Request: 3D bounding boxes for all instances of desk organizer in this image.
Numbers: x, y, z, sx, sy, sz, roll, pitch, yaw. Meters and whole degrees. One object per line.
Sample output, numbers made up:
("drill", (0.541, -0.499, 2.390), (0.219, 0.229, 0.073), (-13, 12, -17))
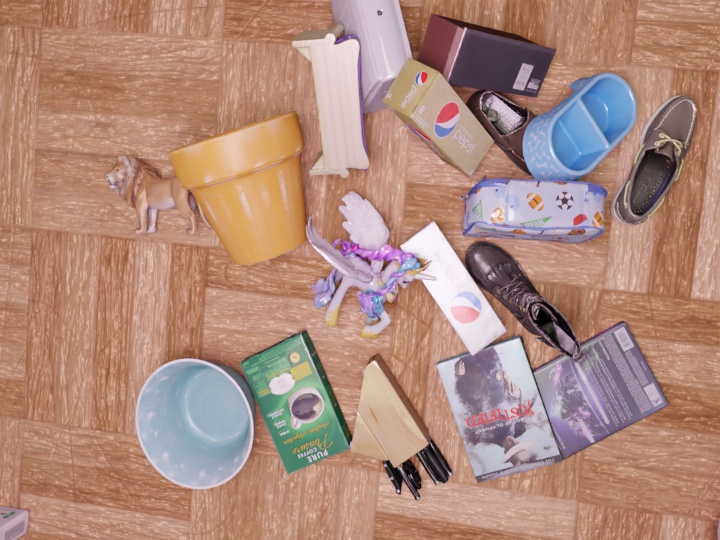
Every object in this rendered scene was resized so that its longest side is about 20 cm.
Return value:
("desk organizer", (0.182, -0.306, 0.810), (0.077, 0.196, 0.073), (47, 130, 39))

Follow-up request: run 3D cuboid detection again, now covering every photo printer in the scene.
("photo printer", (0.011, -0.353, 0.824), (0.068, 0.166, 0.206), (-15, 91, -11))

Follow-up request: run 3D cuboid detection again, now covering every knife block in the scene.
("knife block", (0.076, 0.252, 0.902), (0.170, 0.064, 0.206), (11, 94, 5))

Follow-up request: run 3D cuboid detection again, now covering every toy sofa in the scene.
("toy sofa", (-0.035, -0.248, 0.836), (0.095, 0.083, 0.205), (-2, 120, 9))

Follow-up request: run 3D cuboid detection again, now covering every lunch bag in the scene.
("lunch bag", (0.240, -0.083, 0.818), (0.194, 0.160, 0.078), (6, 87, 3))

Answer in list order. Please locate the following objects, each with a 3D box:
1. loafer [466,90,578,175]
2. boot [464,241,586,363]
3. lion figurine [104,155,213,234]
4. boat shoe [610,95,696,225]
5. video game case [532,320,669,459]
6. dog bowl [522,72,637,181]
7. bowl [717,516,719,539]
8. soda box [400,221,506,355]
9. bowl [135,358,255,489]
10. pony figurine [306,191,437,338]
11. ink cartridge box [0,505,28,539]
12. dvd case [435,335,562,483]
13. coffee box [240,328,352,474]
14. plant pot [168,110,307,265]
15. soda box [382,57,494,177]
("loafer", (0.243, -0.202, 0.850), (0.197, 0.071, 0.074), (32, 97, 4))
("boot", (0.235, 0.036, 0.814), (0.200, 0.174, 0.069), (45, 97, 2))
("lion figurine", (-0.317, -0.123, 0.913), (0.194, 0.072, 0.127), (2, 95, 14))
("boat shoe", (0.442, -0.163, 0.835), (0.071, 0.060, 0.206), (26, 96, 4))
("video game case", (0.359, 0.192, 0.888), (0.197, 0.019, 0.145), (-30, 89, 9))
("dog bowl", (0.321, -0.205, 0.813), (0.199, 0.049, 0.112), (-42, 99, -16))
("bowl", (0.615, 0.393, 0.833), (0.195, 0.090, 0.208), (0, 93, 7))
("soda box", (0.143, 0.026, 0.880), (0.067, 0.064, 0.202), (-34, 90, 8))
("bowl", (-0.248, 0.232, 0.915), (0.195, 0.105, 0.207), (1, 94, 10))
("pony figurine", (0.000, 0.000, 0.847), (0.192, 0.167, 0.201), (40, 132, 4))
("ink cartridge box", (-0.704, 0.447, 0.956), (0.194, 0.161, 0.052), (7, 92, 6))
("dvd case", (0.218, 0.221, 0.894), (0.143, 0.022, 0.205), (-19, 92, 17))
("coffee box", (-0.104, 0.216, 0.930), (0.121, 0.044, 0.204), (-25, 90, 8))
("plant pot", (-0.163, -0.119, 0.855), (0.195, 0.201, 0.188), (-15, 108, 7))
("soda box", (0.116, -0.209, 0.801), (0.064, 0.198, 0.069), (40, 98, 36))
